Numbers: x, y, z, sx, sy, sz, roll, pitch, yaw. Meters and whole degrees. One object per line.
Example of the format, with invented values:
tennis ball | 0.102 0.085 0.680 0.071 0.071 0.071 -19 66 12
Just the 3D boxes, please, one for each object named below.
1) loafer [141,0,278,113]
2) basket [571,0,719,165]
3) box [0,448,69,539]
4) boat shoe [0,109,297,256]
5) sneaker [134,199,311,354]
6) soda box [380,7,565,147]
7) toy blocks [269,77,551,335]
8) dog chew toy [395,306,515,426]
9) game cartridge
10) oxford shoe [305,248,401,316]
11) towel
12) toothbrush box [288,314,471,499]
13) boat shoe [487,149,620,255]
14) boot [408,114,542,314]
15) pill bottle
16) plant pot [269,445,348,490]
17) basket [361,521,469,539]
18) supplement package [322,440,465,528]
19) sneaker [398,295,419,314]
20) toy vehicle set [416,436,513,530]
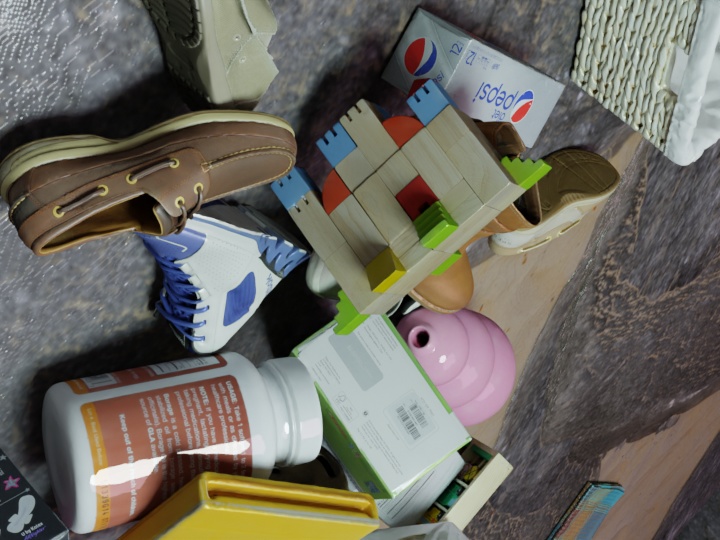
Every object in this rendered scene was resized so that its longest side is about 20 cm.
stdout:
loafer | -0.094 -0.168 0.803 0.068 0.076 0.201 -43 160 -19
basket | 0.329 -0.252 1.238 0.199 0.160 0.200 -36 148 -29
box | -0.292 0.243 0.923 0.131 0.114 0.202 -29 146 -35
boat shoe | -0.130 -0.052 0.818 0.198 0.068 0.072 -13 155 -24
sneaker | -0.119 0.005 0.948 0.116 0.080 0.199 -57 153 5
soda box | 0.103 -0.164 1.103 0.199 0.063 0.069 6 116 -58
toy blocks | 0.024 -0.068 0.964 0.200 0.137 0.100 -41 164 16
dog chew toy | 0.088 0.090 1.298 0.125 0.124 0.200 -51 155 -1
game cartridge | -0.111 0.219 0.984 0.175 0.033 0.199 16 139 -41
oxford shoe | 0.000 0.000 1.105 0.076 0.057 0.200 -64 163 -5
towel | 0.409 0.448 2.297 0.148 0.022 0.199 -57 151 6
toothbrush box | 0.006 0.117 1.106 0.086 0.146 0.200 -34 174 -13
boat shoe | 0.203 -0.072 1.360 0.199 0.074 0.070 -24 153 -40
boot | 0.092 -0.044 1.058 0.077 0.154 0.202 -44 122 -38
pill bottle | -0.135 0.125 0.970 0.197 0.113 0.113 -9 133 -25
plant pot | -0.094 0.270 1.185 0.199 0.199 0.201 -22 133 -43
basket | 0.056 0.338 1.235 0.133 0.200 0.125 -4 97 -10
supplement package | 0.018 0.181 1.315 0.110 0.113 0.200 -48 153 -8
sneaker | 0.061 -0.032 1.183 0.080 0.074 0.201 -35 147 -25
toy vehicle set | 0.088 0.240 1.439 0.125 0.026 0.200 -49 -164 -8
